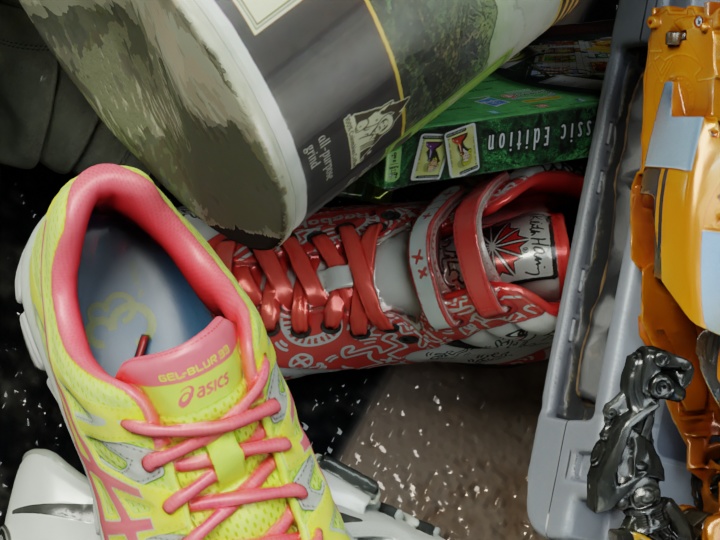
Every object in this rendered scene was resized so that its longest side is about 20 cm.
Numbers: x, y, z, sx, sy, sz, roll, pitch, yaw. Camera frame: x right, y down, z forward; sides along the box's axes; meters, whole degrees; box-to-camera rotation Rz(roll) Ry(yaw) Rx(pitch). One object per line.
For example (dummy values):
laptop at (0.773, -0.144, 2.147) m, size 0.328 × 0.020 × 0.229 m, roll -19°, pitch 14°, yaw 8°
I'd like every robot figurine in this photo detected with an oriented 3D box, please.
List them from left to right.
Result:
robot figurine at (0.135, 0.019, 0.773) m, size 0.145 × 0.058 × 0.201 m, roll -1°, pitch 91°, yaw -37°

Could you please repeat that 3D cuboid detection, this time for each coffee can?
coffee can at (0.006, -0.123, 0.731) m, size 0.200 × 0.146 × 0.147 m, roll -38°, pitch 93°, yaw -16°

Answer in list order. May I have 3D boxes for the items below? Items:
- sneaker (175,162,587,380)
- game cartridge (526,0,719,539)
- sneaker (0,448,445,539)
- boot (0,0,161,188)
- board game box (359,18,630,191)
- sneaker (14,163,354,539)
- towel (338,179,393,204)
sneaker at (0.000, -0.001, 0.830) m, size 0.201 × 0.108 × 0.067 m, roll 0°, pitch 76°, yaw -23°
game cartridge at (0.128, 0.002, 0.825) m, size 0.133 × 0.041 × 0.201 m, roll 19°, pitch 80°, yaw -41°
sneaker at (-0.021, 0.086, 0.817) m, size 0.199 × 0.074 × 0.089 m, roll 1°, pitch 74°, yaw -20°
boot at (-0.122, -0.047, 0.808) m, size 0.130 × 0.068 × 0.201 m, roll 26°, pitch 76°, yaw -22°
board game box at (0.054, -0.061, 0.854) m, size 0.200 × 0.105 × 0.024 m, roll -10°, pitch 114°, yaw -37°
sneaker at (-0.050, 0.055, 0.741) m, size 0.078 × 0.090 × 0.200 m, roll -26°, pitch 75°, yaw -18°
towel at (-0.074, -0.084, 0.871) m, size 0.199 × 0.018 × 0.086 m, roll 13°, pitch 71°, yaw -20°
